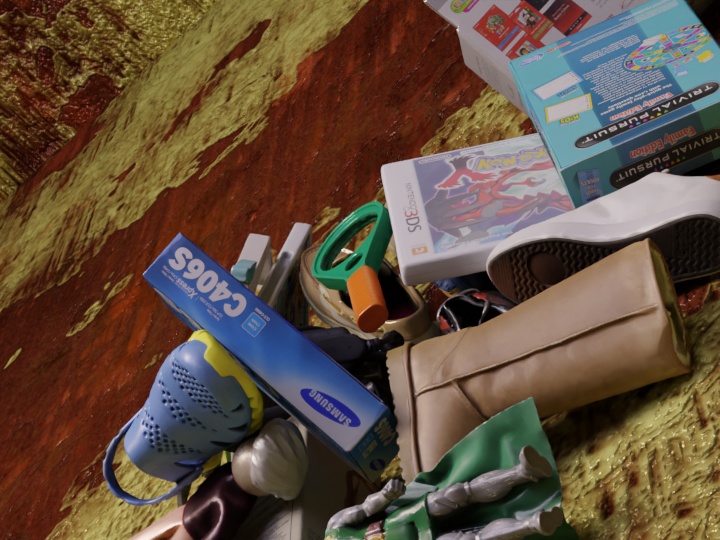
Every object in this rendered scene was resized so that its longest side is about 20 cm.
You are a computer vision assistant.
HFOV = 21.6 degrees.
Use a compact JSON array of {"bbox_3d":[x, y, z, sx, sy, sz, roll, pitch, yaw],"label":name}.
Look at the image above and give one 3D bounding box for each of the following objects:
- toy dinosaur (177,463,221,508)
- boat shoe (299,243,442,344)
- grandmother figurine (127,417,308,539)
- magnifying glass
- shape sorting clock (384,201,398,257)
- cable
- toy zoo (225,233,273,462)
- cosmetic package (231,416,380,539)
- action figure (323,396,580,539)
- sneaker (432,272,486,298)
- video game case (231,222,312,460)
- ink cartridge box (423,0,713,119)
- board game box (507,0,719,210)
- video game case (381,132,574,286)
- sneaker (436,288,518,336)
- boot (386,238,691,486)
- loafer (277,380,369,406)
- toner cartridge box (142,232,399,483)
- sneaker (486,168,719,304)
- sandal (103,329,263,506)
[{"bbox_3d":[-0.136,0.143,1.646,0.088,0.047,0.202,79,-162,-79],"label":"toy dinosaur"},{"bbox_3d":[0.008,0.017,1.551,0.074,0.067,0.200,-29,37,-20],"label":"boat shoe"},{"bbox_3d":[-0.112,0.176,1.318,0.200,0.060,0.122,-42,28,21],"label":"grandmother figurine"},{"bbox_3d":[0.000,0.000,1.456,0.080,0.022,0.200,-43,17,10],"label":"magnifying glass"},{"bbox_3d":[0.112,-0.054,1.519,0.198,0.040,0.200,-9,28,5],"label":"shape sorting clock"},{"bbox_3d":[-0.058,0.093,1.447,0.198,0.164,0.051,-9,61,2],"label":"cable"},{"bbox_3d":[-0.097,0.063,1.619,0.201,0.020,0.132,86,-163,-51],"label":"toy zoo"},{"bbox_3d":[-0.046,0.200,1.351,0.103,0.087,0.200,-41,20,19],"label":"cosmetic package"},{"bbox_3d":[0.035,0.167,1.180,0.199,0.055,0.119,-25,64,30],"label":"action figure"},{"bbox_3d":[0.083,-0.037,1.587,0.088,0.075,0.200,-42,19,10],"label":"sneaker"},{"bbox_3d":[-0.076,0.069,1.632,0.018,0.144,0.200,9,32,11],"label":"video game case"},{"bbox_3d":[0.182,-0.236,1.612,0.200,0.175,0.084,-47,-17,-5],"label":"ink cartridge box"},{"bbox_3d":[0.207,-0.131,1.446,0.150,0.047,0.200,-23,30,5],"label":"board game box"},{"bbox_3d":[0.120,-0.057,1.453,0.198,0.023,0.183,-11,28,1],"label":"video game case"},{"bbox_3d":[0.093,0.038,1.393,0.077,0.082,0.200,-46,18,-1],"label":"sneaker"},{"bbox_3d":[0.121,0.088,1.235,0.199,0.066,0.176,-21,63,18],"label":"boot"},{"bbox_3d":[-0.032,0.096,1.562,0.073,0.071,0.201,-20,32,53],"label":"loafer"},{"bbox_3d":[-0.059,0.062,1.320,0.043,0.200,0.095,-48,-21,-7],"label":"toner cartridge box"},{"bbox_3d":[0.186,-0.023,1.332,0.199,0.073,0.085,-11,29,33],"label":"sneaker"},{"bbox_3d":[-0.128,0.112,1.321,0.087,0.080,0.200,-36,-13,-30],"label":"sandal"}]
